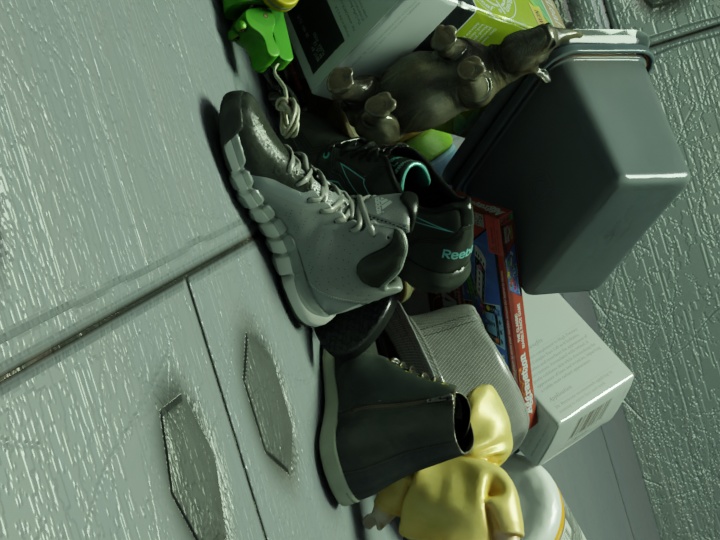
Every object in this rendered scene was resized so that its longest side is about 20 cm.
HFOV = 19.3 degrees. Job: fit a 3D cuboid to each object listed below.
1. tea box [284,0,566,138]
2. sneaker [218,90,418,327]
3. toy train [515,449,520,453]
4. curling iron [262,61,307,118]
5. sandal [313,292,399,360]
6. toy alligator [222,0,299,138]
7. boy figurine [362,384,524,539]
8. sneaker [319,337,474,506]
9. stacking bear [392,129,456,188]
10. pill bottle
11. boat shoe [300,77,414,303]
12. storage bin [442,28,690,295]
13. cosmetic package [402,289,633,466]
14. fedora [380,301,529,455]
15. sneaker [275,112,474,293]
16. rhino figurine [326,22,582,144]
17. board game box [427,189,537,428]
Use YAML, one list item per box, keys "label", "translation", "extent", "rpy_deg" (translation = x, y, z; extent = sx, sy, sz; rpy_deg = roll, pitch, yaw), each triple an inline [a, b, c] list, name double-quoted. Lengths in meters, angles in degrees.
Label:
- label: "tea box"
  translation: [0.036, -0.238, 1.724]
  extent: [0.196, 0.134, 0.201]
  rpy_deg: [12, 46, -45]
- label: "sneaker"
  translation: [-0.020, -0.056, 1.508]
  extent: [0.075, 0.114, 0.201]
  rpy_deg: [-87, 158, -51]
- label: "toy train"
  translation: [0.106, 0.088, 1.932]
  extent: [0.114, 0.084, 0.201]
  rpy_deg: [107, -20, -52]
- label: "curling iron"
  translation: [-0.080, -0.212, 1.659]
  extent: [0.050, 0.025, 0.202]
  rpy_deg: [-54, 127, -79]
- label: "sandal"
  translation: [0.000, 0.000, 1.637]
  extent: [0.045, 0.075, 0.201]
  rpy_deg: [56, 17, -35]
- label: "toy alligator"
  translation: [-0.081, -0.193, 1.585]
  extent: [0.054, 0.059, 0.202]
  rpy_deg: [8, 62, -29]
- label: "boy figurine"
  translation: [0.063, 0.180, 1.564]
  extent: [0.065, 0.123, 0.202]
  rpy_deg: [60, 39, -56]
- label: "sneaker"
  translation: [0.031, 0.096, 1.575]
  extent: [0.201, 0.105, 0.075]
  rpy_deg: [-89, 159, -58]
- label: "stacking bear"
  translation: [0.024, -0.116, 1.829]
  extent: [0.113, 0.121, 0.202]
  rpy_deg: [-2, -67, 60]
- label: "pill bottle"
  translation: [0.144, 0.254, 1.885]
  extent: [0.200, 0.115, 0.117]
  rpy_deg: [59, 19, -54]
- label: "boat shoe"
  translation: [0.012, -0.072, 1.742]
  extent: [0.064, 0.071, 0.202]
  rpy_deg: [-16, 87, -41]
- label: "storage bin"
  translation: [0.181, -0.078, 1.721]
  extent: [0.144, 0.200, 0.135]
  rpy_deg: [-4, 57, -34]
- label: "cosmetic package"
  translation: [0.131, 0.060, 1.840]
  extent: [0.200, 0.101, 0.074]
  rpy_deg: [49, -36, 21]
- label: "fedora"
  translation: [0.080, 0.104, 1.711]
  extent: [0.177, 0.090, 0.201]
  rpy_deg: [-121, -167, -56]
- label: "sneaker"
  translation: [0.016, -0.070, 1.594]
  extent: [0.200, 0.075, 0.080]
  rpy_deg: [39, -44, 26]
- label: "rhino figurine"
  translation: [0.075, -0.151, 1.622]
  extent: [0.088, 0.198, 0.060]
  rpy_deg: [68, 3, -73]
- label: "board game box"
  translation: [0.095, 0.030, 1.758]
  extent: [0.103, 0.019, 0.202]
  rpy_deg: [23, -49, 46]
